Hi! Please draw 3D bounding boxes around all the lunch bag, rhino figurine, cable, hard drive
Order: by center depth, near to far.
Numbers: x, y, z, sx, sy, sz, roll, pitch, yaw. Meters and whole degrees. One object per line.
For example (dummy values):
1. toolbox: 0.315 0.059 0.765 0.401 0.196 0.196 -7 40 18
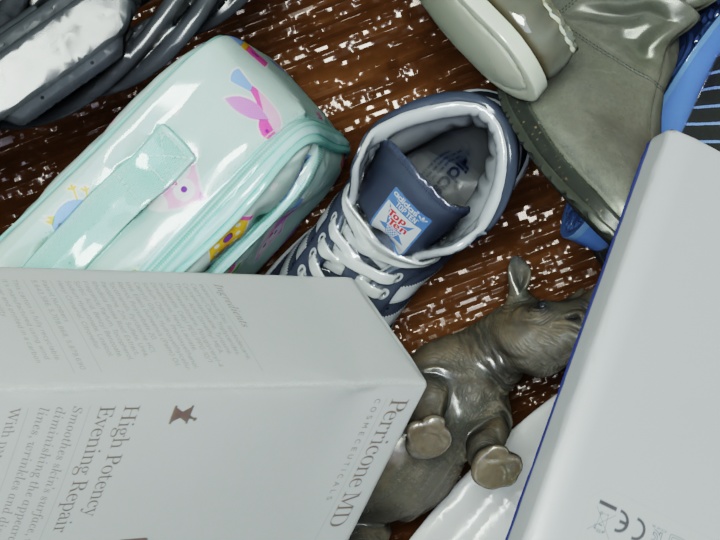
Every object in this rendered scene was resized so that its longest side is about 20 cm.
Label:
1. hard drive: 0.131 0.067 0.626 0.131 0.025 0.201 26 72 -12
2. lunch bag: -0.096 -0.006 0.740 0.077 0.160 0.200 45 94 2
3. cable: -0.115 -0.112 0.744 0.200 0.163 0.051 -39 111 -7
4. rhino figurine: 0.038 0.063 0.766 0.200 0.088 0.060 -44 108 11

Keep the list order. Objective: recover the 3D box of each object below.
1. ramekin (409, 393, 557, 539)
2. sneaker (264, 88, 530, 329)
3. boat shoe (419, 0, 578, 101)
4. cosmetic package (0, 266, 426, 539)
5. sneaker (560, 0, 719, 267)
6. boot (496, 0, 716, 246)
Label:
1. ramekin: 0.089 0.144 0.719 0.105 0.200 0.200 43 95 -7
2. sneaker: 0.000 0.000 0.758 0.070 0.108 0.200 39 95 2
3. boat shoe: 0.039 -0.144 0.725 0.060 0.072 0.202 -32 46 -3
4. cosmetic package: -0.083 0.059 0.654 0.199 0.074 0.102 2 126 -36
5. sneaker: 0.171 -0.078 0.766 0.078 0.070 0.201 32 95 -12
6. boot: 0.119 -0.097 0.712 0.130 0.068 0.201 -37 45 14
